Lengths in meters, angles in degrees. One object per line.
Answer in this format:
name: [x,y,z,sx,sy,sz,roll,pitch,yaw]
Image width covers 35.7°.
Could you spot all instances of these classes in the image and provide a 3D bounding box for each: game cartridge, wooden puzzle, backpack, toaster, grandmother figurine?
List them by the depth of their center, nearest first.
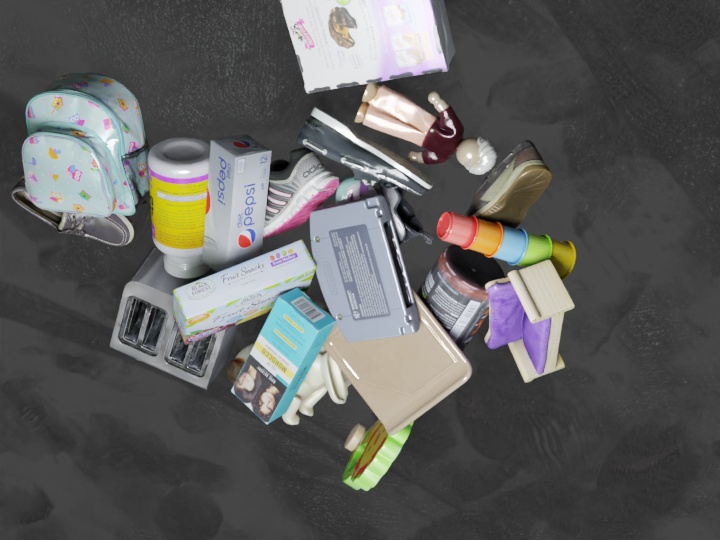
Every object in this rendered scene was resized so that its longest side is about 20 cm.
grandmother figurine: [0.093,-0.187,1.529,0.200,0.061,0.121,25,147,3]
game cartridge: [0.000,0.000,1.582,0.133,0.042,0.200,-8,102,38]
wooden puzzle: [0.049,0.116,1.631,0.185,0.037,0.200,-41,79,33]
backpack: [-0.404,-0.182,1.635,0.175,0.153,0.200,8,117,19]
toaster: [-0.283,0.072,1.776,0.180,0.119,0.200,24,125,1]

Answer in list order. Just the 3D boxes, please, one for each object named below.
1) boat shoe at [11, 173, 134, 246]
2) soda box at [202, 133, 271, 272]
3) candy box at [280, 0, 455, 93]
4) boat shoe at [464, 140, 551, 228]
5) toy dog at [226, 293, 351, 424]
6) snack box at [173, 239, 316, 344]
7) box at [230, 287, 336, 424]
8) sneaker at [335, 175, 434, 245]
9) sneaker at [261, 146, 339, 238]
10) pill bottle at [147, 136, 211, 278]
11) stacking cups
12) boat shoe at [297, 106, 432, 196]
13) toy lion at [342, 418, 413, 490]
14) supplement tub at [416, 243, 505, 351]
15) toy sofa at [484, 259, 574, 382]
boat shoe: [-0.456,-0.087,1.760,0.200,0.065,0.072,29,124,-3]
soda box: [-0.181,-0.091,1.619,0.068,0.063,0.200,36,129,39]
candy box: [0.006,-0.334,1.454,0.200,0.072,0.168,-5,120,20]
boat shoe: [0.198,-0.105,1.547,0.073,0.065,0.200,8,148,-25]
toy dog: [-0.114,0.150,1.764,0.200,0.140,0.194,-21,101,27]
snack box: [-0.171,0.033,1.627,0.053,0.200,0.142,63,164,15]
box: [-0.116,0.128,1.652,0.082,0.049,0.200,39,124,17]
sneaker: [0.039,-0.039,1.628,0.140,0.078,0.200,5,123,15]
sneaker: [-0.109,-0.115,1.632,0.200,0.074,0.088,-38,78,48]
pill bottle: [-0.262,-0.091,1.673,0.104,0.104,0.200,11,124,11]
stacking cups: [0.200,-0.041,1.546,0.200,0.061,0.061,18,128,-21]
boat shoe: [0.006,-0.153,1.563,0.200,0.076,0.060,33,102,8]
toy lion: [0.028,0.278,1.765,0.069,0.192,0.200,32,126,-5]
supplement tub: [0.126,0.063,1.650,0.107,0.107,0.200,28,126,-2]
toy sofa: [0.235,0.079,1.574,0.097,0.083,0.200,-19,149,-6]
